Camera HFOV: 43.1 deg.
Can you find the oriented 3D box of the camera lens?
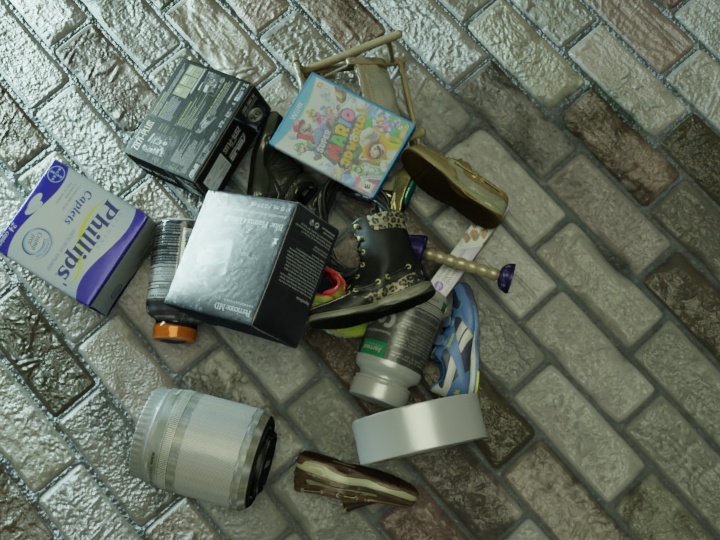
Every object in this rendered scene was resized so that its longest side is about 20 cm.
[{"bbox_3d":[-0.241,0.278,1.431,0.200,0.160,0.160,14,78,4],"label":"camera lens"}]

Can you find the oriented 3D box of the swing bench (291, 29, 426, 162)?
[{"bbox_3d":[-0.001,-0.282,1.577,0.200,0.130,0.199,-13,77,4],"label":"swing bench"}]

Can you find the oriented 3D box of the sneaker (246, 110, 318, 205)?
[{"bbox_3d":[-0.133,-0.181,1.585,0.114,0.076,0.200,12,59,-19],"label":"sneaker"}]

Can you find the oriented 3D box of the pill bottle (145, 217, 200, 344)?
[{"bbox_3d":[-0.300,0.021,1.521,0.106,0.106,0.200,4,77,2],"label":"pill bottle"}]

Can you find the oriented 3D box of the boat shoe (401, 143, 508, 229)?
[{"bbox_3d":[0.160,-0.150,1.529,0.200,0.074,0.066,38,58,-3],"label":"boat shoe"}]

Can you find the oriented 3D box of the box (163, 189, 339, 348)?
[{"bbox_3d":[-0.168,-0.006,1.409,0.196,0.117,0.200,11,76,36],"label":"box"}]

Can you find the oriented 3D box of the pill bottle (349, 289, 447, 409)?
[{"bbox_3d":[0.059,0.120,1.485,0.113,0.113,0.200,19,77,5],"label":"pill bottle"}]

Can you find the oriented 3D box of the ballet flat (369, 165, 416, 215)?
[{"bbox_3d":[0.053,-0.110,1.564,0.071,0.071,0.200,16,80,5],"label":"ballet flat"}]

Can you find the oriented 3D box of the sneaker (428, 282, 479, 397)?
[{"bbox_3d":[0.155,0.116,1.506,0.082,0.074,0.200,1,76,4],"label":"sneaker"}]

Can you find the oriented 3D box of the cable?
[{"bbox_3d":[-0.011,-0.069,1.536,0.163,0.051,0.200,-35,63,18],"label":"cable"}]

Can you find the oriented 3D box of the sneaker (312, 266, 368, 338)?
[{"bbox_3d":[-0.047,0.044,1.489,0.200,0.090,0.078,36,62,-22],"label":"sneaker"}]

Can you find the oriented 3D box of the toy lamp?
[{"bbox_3d":[0.153,-0.016,1.503,0.200,0.058,0.058,15,78,6],"label":"toy lamp"}]

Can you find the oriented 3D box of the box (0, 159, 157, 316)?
[{"bbox_3d":[-0.473,-0.054,1.542,0.200,0.105,0.184,30,80,7],"label":"box"}]

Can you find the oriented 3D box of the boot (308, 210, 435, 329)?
[{"bbox_3d":[0.001,0.000,1.431,0.203,0.073,0.154,-16,72,-5],"label":"boot"}]

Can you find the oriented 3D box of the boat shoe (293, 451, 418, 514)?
[{"bbox_3d":[-0.011,0.353,1.461,0.202,0.075,0.075,15,91,11],"label":"boat shoe"}]

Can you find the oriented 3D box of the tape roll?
[{"bbox_3d":[0.091,0.247,1.411,0.202,0.202,0.071,-12,78,-2],"label":"tape roll"}]

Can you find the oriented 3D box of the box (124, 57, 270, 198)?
[{"bbox_3d":[-0.279,-0.242,1.570,0.164,0.086,0.200,23,78,24],"label":"box"}]

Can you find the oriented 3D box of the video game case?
[{"bbox_3d":[-0.029,-0.221,1.492,0.200,0.018,0.143,29,84,12],"label":"video game case"}]

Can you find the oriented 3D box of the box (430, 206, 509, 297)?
[{"bbox_3d":[0.183,-0.036,1.557,0.039,0.041,0.200,35,79,9],"label":"box"}]
